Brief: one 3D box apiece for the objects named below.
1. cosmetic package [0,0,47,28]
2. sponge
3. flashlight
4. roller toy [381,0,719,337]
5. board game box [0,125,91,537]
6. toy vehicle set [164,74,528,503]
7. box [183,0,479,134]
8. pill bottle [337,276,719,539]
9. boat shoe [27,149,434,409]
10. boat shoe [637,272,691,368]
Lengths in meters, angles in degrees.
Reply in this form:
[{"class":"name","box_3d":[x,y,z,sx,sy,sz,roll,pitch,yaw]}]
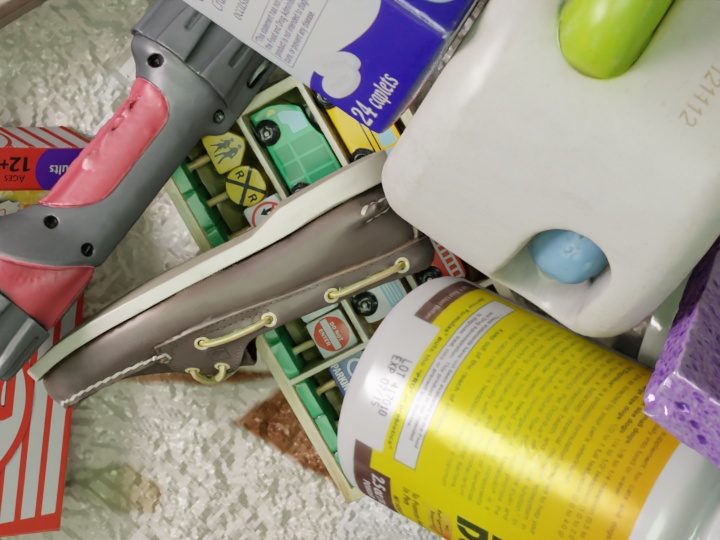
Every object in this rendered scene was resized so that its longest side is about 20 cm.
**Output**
[{"class":"cosmetic package","box_3d":[-0.208,-0.150,0.871,0.199,0.087,0.104,-30,97,13]},{"class":"sponge","box_3d":[0.193,0.027,0.810,0.111,0.200,0.030,35,128,-1]},{"class":"flashlight","box_3d":[-0.124,-0.046,0.858,0.068,0.068,0.200,31,80,26]},{"class":"roller toy","box_3d":[0.109,-0.072,0.803,0.139,0.200,0.183,33,116,-1]},{"class":"board game box","box_3d":[-0.210,0.032,0.895,0.151,0.046,0.201,-3,109,-35]},{"class":"toy vehicle set","box_3d":[0.000,0.000,0.913,0.124,0.027,0.201,-28,99,13]},{"class":"box","box_3d":[-0.014,-0.197,0.784,0.200,0.105,0.184,34,68,-2]},{"class":"pill bottle","box_3d":[0.096,0.088,0.819,0.199,0.109,0.110,26,107,26]},{"class":"boat shoe","box_3d":[-0.061,0.017,0.876,0.199,0.072,0.060,-30,96,8]},{"class":"boat shoe","box_3d":[0.153,0.094,0.889,0.060,0.072,0.203,22,104,29]}]
